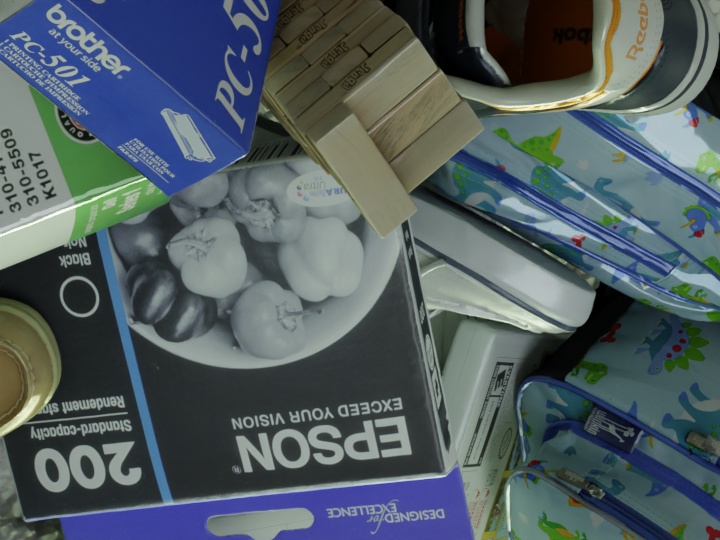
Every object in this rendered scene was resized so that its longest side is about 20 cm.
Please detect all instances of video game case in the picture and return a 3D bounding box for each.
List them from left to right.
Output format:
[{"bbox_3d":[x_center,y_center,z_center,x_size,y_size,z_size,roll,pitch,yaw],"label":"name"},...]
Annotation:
[{"bbox_3d":[0.060,0.124,0.935,0.182,0.023,0.202,8,101,-64],"label":"video game case"}]

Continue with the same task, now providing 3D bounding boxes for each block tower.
[{"bbox_3d":[-0.025,-0.091,0.728,0.058,0.200,0.054,-39,130,0],"label":"block tower"}]

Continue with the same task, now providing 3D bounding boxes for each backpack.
[{"bbox_3d":[0.119,-0.065,0.854,0.153,0.164,0.200,-40,122,16],"label":"backpack"},{"bbox_3d":[0.170,0.128,0.897,0.147,0.199,0.184,-48,149,-30],"label":"backpack"}]

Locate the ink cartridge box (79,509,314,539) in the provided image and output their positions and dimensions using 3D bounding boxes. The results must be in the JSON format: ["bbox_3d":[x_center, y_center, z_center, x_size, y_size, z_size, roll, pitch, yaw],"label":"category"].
[{"bbox_3d":[-0.080,0.144,0.922,0.198,0.060,0.105,-11,125,-5],"label":"ink cartridge box"}]

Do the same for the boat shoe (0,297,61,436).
[{"bbox_3d":[-0.220,0.065,0.771,0.198,0.063,0.074,-17,107,3],"label":"boat shoe"}]

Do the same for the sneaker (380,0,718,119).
[{"bbox_3d":[0.038,-0.096,0.756,0.079,0.198,0.079,11,79,-53],"label":"sneaker"}]

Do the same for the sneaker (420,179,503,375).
[{"bbox_3d":[0.044,0.041,0.931,0.086,0.075,0.202,-16,125,-25],"label":"sneaker"}]

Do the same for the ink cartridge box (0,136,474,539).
[{"bbox_3d":[-0.062,0.049,0.800,0.196,0.043,0.202,-8,109,15],"label":"ink cartridge box"}]

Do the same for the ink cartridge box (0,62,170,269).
[{"bbox_3d":[-0.184,-0.062,0.694,0.198,0.084,0.146,-22,87,-14],"label":"ink cartridge box"}]

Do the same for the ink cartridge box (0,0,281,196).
[{"bbox_3d":[-0.069,-0.134,0.682,0.044,0.202,0.094,-24,132,35],"label":"ink cartridge box"}]

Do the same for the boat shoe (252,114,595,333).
[{"bbox_3d":[-0.001,0.000,0.823,0.200,0.075,0.087,24,99,1],"label":"boat shoe"}]
